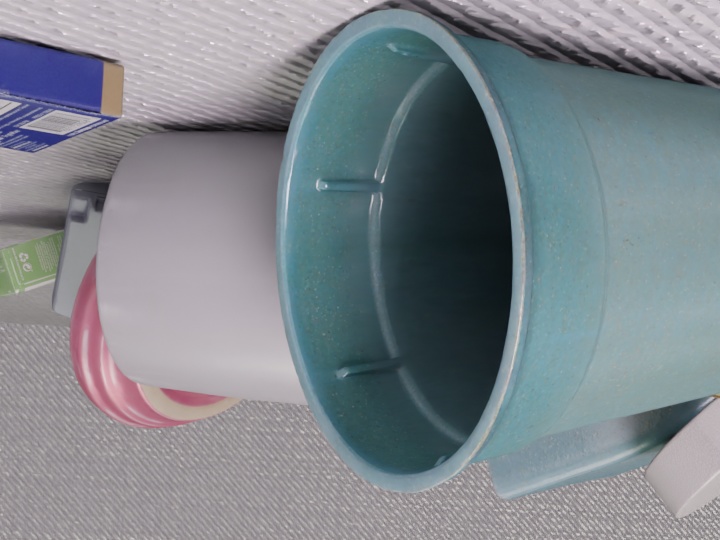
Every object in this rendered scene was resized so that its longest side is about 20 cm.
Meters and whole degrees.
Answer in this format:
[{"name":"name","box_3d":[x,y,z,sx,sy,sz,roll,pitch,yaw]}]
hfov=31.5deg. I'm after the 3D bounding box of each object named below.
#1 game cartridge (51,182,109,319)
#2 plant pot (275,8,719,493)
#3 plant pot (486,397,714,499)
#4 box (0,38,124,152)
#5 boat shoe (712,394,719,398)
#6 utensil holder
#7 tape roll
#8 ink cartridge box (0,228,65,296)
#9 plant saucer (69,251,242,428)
[{"name":"game cartridge","box_3d":[-0.143,0.003,1.029,0.199,0.042,0.134,9,132,-16]},{"name":"plant pot","box_3d":[0.091,-0.010,0.582,0.195,0.201,0.200,-2,177,-29]},{"name":"plant pot","box_3d":[0.214,0.050,0.979,0.199,0.197,0.196,-22,166,37]},{"name":"box","box_3d":[-0.231,-0.095,0.622,0.199,0.033,0.121,6,173,-36]},{"name":"boat shoe","box_3d":[0.162,-0.003,0.737,0.200,0.072,0.068,42,166,25]},{"name":"utensil holder","box_3d":[-0.034,-0.003,0.761,0.199,0.171,0.170,4,174,16]},{"name":"tape roll","box_3d":[0.275,0.088,0.838,0.202,0.037,0.203,-32,159,-14]},{"name":"ink cartridge box","box_3d":[-0.256,-0.022,1.221,0.199,0.048,0.145,-20,-175,-27]},{"name":"plant saucer","box_3d":[-0.114,0.031,0.927,0.051,0.201,0.200,31,-168,37]}]
